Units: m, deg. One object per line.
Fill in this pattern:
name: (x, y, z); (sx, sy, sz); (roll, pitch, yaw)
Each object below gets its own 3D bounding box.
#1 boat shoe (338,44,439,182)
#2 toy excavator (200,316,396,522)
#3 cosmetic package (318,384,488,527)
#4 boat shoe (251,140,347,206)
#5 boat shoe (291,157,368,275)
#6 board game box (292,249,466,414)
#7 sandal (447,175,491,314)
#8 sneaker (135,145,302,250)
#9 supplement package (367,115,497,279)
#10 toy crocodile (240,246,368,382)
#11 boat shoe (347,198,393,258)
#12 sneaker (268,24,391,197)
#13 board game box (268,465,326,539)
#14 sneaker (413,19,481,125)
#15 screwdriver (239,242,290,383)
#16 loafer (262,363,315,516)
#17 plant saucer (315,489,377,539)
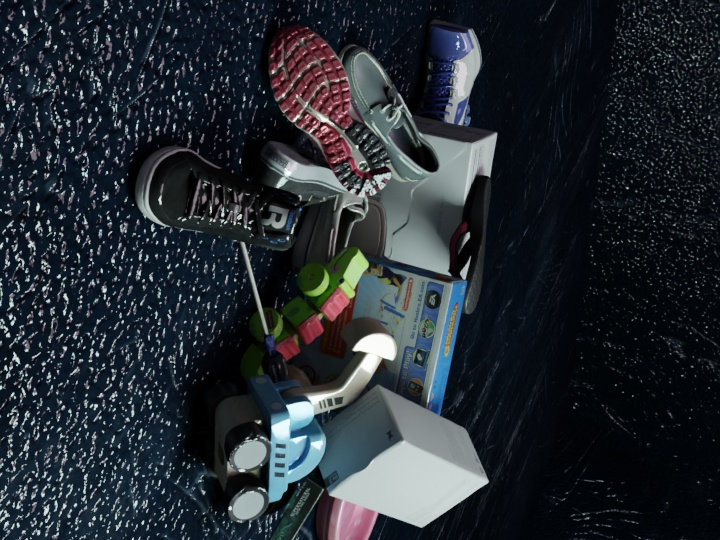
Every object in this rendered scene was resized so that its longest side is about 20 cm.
boat shoe: (0.039, -0.195, 1.309); (0.073, 0.061, 0.201); (-48, 125, -26)
toy excavator: (-0.064, 0.151, 1.136); (0.197, 0.100, 0.197); (-9, 121, -25)
cosmetic package: (0.046, 0.216, 1.207); (0.199, 0.112, 0.082); (36, 24, -48)
boat shoe: (-0.068, -0.102, 1.180); (0.057, 0.068, 0.199); (-58, 162, 10)
boat shoe: (-0.023, -0.082, 1.296); (0.072, 0.065, 0.203); (59, 48, -63)
board game box: (0.018, 0.086, 1.324); (0.056, 0.193, 0.204); (-7, 111, -63)
sandal: (0.138, -0.033, 1.367); (0.075, 0.044, 0.203); (77, 20, -59)
sneaker: (-0.116, -0.064, 0.986); (0.200, 0.110, 0.074); (11, 92, -70)
supplement package: (0.087, -0.099, 1.453); (0.111, 0.153, 0.203); (-30, 131, -61)
toy crocodile: (-0.064, 0.054, 1.220); (0.200, 0.062, 0.068); (-44, 145, -10)
boat shoe: (0.000, 0.000, 1.401); (0.062, 0.074, 0.203); (-24, 127, -63)
sneaker: (-0.041, -0.170, 1.139); (0.202, 0.080, 0.075); (60, -3, -26)
board game box: (-0.063, 0.265, 1.246); (0.137, 0.028, 0.200); (-60, 176, 15)
sneaker: (0.123, -0.255, 1.559); (0.116, 0.079, 0.202); (-57, 154, -47)
screwdriver: (-0.103, 0.055, 1.153); (0.028, 0.029, 0.203); (-37, 123, -54)
loafer: (-0.099, 0.209, 1.259); (0.068, 0.075, 0.203); (-62, 159, -68)
plant saucer: (-0.016, 0.348, 1.622); (0.200, 0.050, 0.204); (13, 90, -71)
